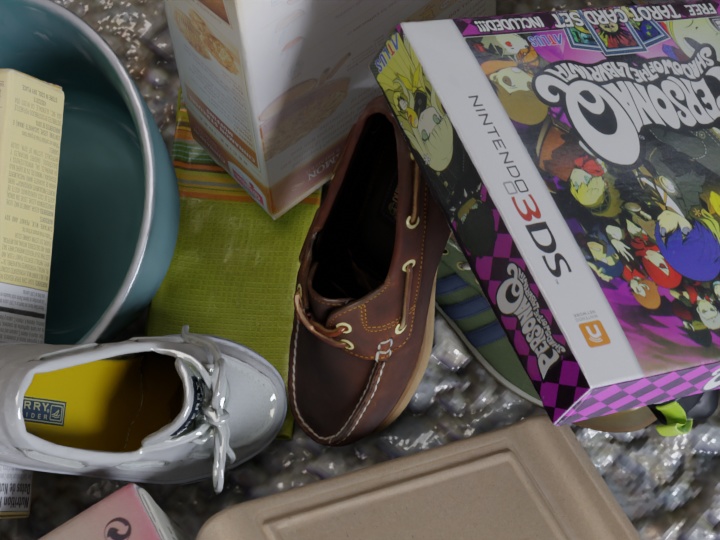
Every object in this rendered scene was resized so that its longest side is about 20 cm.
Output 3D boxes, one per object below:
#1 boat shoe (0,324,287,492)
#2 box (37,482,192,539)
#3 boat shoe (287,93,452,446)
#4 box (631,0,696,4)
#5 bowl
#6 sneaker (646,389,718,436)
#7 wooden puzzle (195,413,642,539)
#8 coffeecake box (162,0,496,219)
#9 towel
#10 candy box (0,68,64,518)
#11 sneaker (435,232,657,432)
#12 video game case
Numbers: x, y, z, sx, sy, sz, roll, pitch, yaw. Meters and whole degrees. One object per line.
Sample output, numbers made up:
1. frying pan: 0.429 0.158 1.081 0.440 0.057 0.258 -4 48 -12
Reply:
1. boat shoe: -0.087 0.059 0.887 0.086 0.202 0.075 1 84 41
2. box: -0.144 0.204 0.891 0.200 0.128 0.109 -31 64 -2
3. boat shoe: 0.000 0.000 0.917 0.070 0.201 0.070 33 33 27
4. box: 0.205 -0.191 1.026 0.200 0.048 0.158 41 82 24
5. bowl: -0.170 -0.030 0.994 0.200 0.105 0.202 -3 82 20
6. sneaker: 0.152 -0.002 0.945 0.072 0.083 0.200 -12 34 33
7. wooden puzzle: 0.048 0.165 0.882 0.199 0.037 0.185 -15 60 -30
8. coffeecake box: -0.013 -0.140 0.956 0.153 0.200 0.073 -37 64 -17
9. towel: -0.065 -0.012 1.027 0.086 0.018 0.201 1 68 14
10. candy box: -0.205 0.010 0.918 0.115 0.055 0.201 2 86 21
11. sneaker: 0.063 -0.004 0.954 0.067 0.090 0.200 -44 66 -10
12. video game case: 0.124 -0.033 0.858 0.199 0.036 0.182 -8 62 -34
